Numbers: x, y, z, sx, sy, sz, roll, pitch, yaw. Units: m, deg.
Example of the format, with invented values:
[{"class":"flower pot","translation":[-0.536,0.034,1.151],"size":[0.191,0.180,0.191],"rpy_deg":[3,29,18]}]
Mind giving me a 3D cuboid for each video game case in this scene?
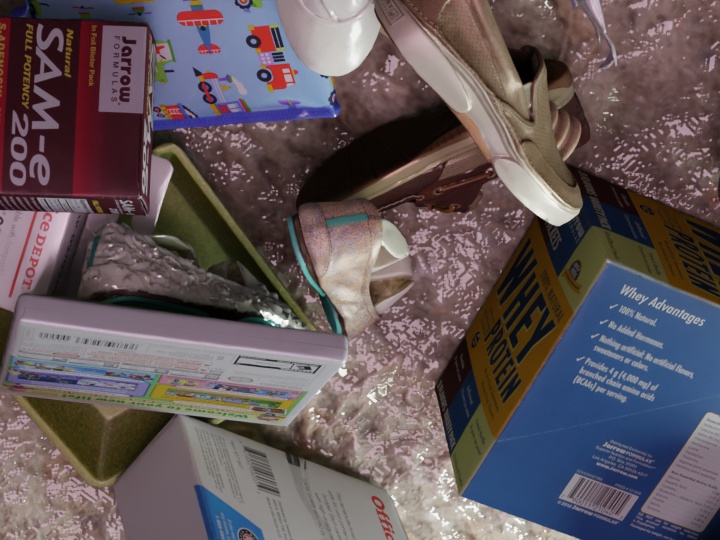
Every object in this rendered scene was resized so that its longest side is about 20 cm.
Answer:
[{"class":"video game case","translation":[-0.125,0.059,1.238],"size":[0.200,0.022,0.182],"rpy_deg":[7,162,-12]}]

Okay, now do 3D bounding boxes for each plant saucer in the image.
[{"class":"plant saucer","translation":[-0.154,0.025,1.323],"size":[0.200,0.048,0.200],"rpy_deg":[-30,118,11]}]

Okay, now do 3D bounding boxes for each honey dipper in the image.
[{"class":"honey dipper","translation":[0.052,-0.127,1.195],"size":[0.200,0.038,0.038],"rpy_deg":[32,112,-25]}]

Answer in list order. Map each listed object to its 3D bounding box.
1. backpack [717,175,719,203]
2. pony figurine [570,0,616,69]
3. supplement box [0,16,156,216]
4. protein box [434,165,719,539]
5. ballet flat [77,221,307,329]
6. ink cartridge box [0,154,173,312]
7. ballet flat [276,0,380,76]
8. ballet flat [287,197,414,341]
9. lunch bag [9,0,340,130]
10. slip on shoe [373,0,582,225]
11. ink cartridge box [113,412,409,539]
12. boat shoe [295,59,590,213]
[{"class":"backpack","translation":[0.320,-0.061,1.239],"size":[0.147,0.200,0.183],"rpy_deg":[14,118,-14]},{"class":"pony figurine","translation":[0.092,-0.224,1.164],"size":[0.200,0.167,0.193],"rpy_deg":[-12,119,20]},{"class":"supplement box","translation":[-0.224,-0.092,1.149],"size":[0.200,0.061,0.109],"rpy_deg":[1,82,-2]},{"class":"protein box","translation":[0.189,0.072,1.336],"size":[0.199,0.135,0.200],"rpy_deg":[21,115,-17]},{"class":"ballet flat","translation":[-0.099,0.015,1.249],"size":[0.072,0.072,0.200],"rpy_deg":[-44,142,17]},{"class":"ink cartridge box","translation":[-0.231,-0.046,1.223],"size":[0.200,0.068,0.115],"rpy_deg":[19,103,1]},{"class":"ballet flat","translation":[-0.010,-0.206,1.099],"size":[0.069,0.069,0.200],"rpy_deg":[6,104,-9]},{"class":"ballet flat","translation":[0.000,0.000,1.261],"size":[0.067,0.200,0.068],"rpy_deg":[-18,77,1]},{"class":"lunch bag","translation":[-0.123,-0.164,1.206],"size":[0.200,0.094,0.151],"rpy_deg":[-8,123,9]},{"class":"slip on shoe","translation":[0.086,-0.104,1.145],"size":[0.061,0.076,0.200],"rpy_deg":[-36,123,10]},{"class":"ink cartridge box","translation":[-0.057,0.201,1.349],"size":[0.200,0.146,0.084],"rpy_deg":[25,118,-36]},{"class":"boat shoe","translation":[0.057,-0.066,1.284],"size":[0.200,0.072,0.072],"rpy_deg":[-27,118,2]}]
